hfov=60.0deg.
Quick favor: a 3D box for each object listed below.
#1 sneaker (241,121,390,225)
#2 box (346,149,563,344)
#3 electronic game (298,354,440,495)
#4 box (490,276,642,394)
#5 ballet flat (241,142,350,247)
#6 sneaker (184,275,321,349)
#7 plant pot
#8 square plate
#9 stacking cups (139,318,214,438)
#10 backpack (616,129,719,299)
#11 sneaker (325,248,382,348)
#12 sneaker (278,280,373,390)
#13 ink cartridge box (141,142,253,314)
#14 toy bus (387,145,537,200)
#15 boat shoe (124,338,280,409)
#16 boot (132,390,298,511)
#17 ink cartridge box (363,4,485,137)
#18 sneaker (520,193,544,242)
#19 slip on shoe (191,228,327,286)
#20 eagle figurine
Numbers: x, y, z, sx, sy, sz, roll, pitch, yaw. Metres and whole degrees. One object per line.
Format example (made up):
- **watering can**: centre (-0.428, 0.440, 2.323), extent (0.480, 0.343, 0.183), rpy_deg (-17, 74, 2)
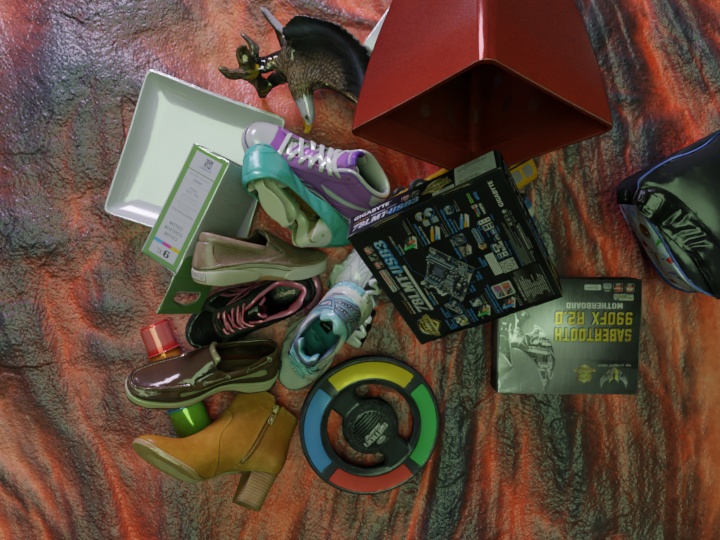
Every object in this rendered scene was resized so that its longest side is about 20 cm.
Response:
- **sneaker**: centre (-0.050, -0.143, 0.795), extent (0.199, 0.114, 0.073), rpy_deg (29, 63, -16)
- **box**: centre (0.116, -0.017, 0.756), extent (0.197, 0.050, 0.201), rpy_deg (-22, 122, 24)
- **electronic game**: centre (0.014, 0.215, 0.861), extent (0.197, 0.042, 0.203), rpy_deg (-1, 100, -8)
- **box**: centre (0.282, 0.088, 0.866), extent (0.197, 0.048, 0.161), rpy_deg (1, 93, -1)
- **ballet flat**: centre (-0.082, -0.071, 0.790), extent (0.067, 0.071, 0.200), rpy_deg (-15, 137, 32)
- **sneaker**: centre (-0.148, 0.053, 0.831), extent (0.198, 0.095, 0.080), rpy_deg (-24, 96, 2)
- **plant pot**: centre (0.126, -0.231, 0.666), extent (0.198, 0.199, 0.179), rpy_deg (11, 75, -36)
- **square plate**: centre (-0.224, -0.142, 0.849), extent (0.196, 0.028, 0.203), rpy_deg (19, 93, -3)
- **stacking cups**: centre (-0.249, 0.167, 0.852), extent (0.060, 0.061, 0.202), rpy_deg (-22, 94, 0)
- **backpack**: centre (0.445, -0.065, 0.810), extent (0.198, 0.154, 0.192), rpy_deg (-28, 86, 7)
- **sneaker**: centre (0.000, 0.000, 0.846), extent (0.080, 0.075, 0.203), rpy_deg (20, 93, 6)
- **sneaker**: centre (-0.067, 0.097, 0.808), extent (0.077, 0.086, 0.201), rpy_deg (39, 126, 4)
- **ink cartridge box**: centre (-0.206, -0.048, 0.785), extent (0.059, 0.104, 0.202), rpy_deg (27, 94, 14)
- **toy bus**: centre (0.129, -0.107, 0.813), extent (0.199, 0.065, 0.079), rpy_deg (-31, 97, -19)
- **boat shoe**: centre (-0.199, 0.121, 0.807), extent (0.200, 0.075, 0.075), rpy_deg (-6, 133, -32)
- **boot**: centre (-0.183, 0.211, 0.820), extent (0.200, 0.070, 0.145), rpy_deg (35, 55, -23)
- **ink cartridge box**: centre (0.119, -0.283, 0.819), extent (0.199, 0.088, 0.146), rpy_deg (38, 93, -2)
- **sneaker**: centre (0.152, -0.012, 0.822), extent (0.199, 0.077, 0.086), rpy_deg (-33, 99, 26)
- **slip on shoe**: centre (-0.121, -0.022, 0.792), extent (0.198, 0.076, 0.062), rpy_deg (-5, 103, -40)
- **eagle figurine**: centre (-0.053, -0.251, 0.792), extent (0.197, 0.153, 0.152), rpy_deg (-1, 132, 15)
